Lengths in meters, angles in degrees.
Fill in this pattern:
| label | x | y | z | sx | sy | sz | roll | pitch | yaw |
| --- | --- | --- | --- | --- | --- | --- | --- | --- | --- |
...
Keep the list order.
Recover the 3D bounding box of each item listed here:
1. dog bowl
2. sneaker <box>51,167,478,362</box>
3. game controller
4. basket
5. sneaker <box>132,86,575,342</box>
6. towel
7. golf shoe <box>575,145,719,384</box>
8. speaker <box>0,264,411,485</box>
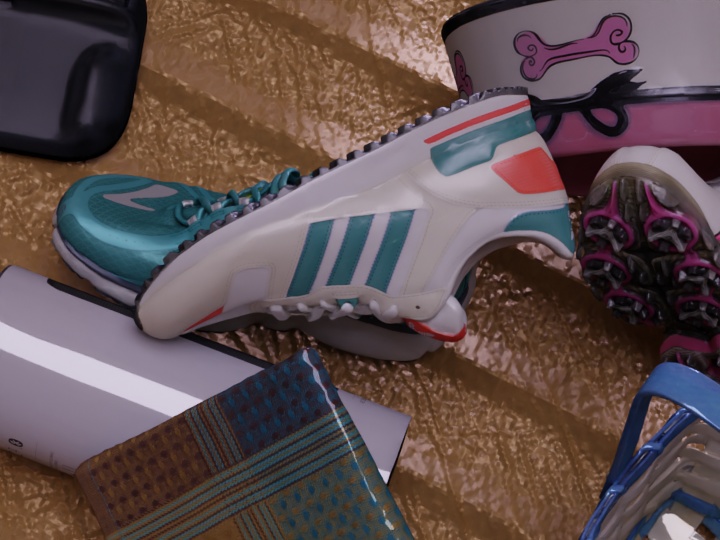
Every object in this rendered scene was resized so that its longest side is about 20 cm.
| label | x | y | z | sx | sy | sz | roll | pitch | yaw |
| --- | --- | --- | --- | --- | --- | --- | --- | --- | --- |
| dog bowl | 0.138 | -0.081 | 1.205 | 0.198 | 0.200 | 0.074 | -1 | 84 | -7 |
| sneaker | -0.043 | -0.019 | 1.210 | 0.198 | 0.080 | 0.078 | 8 | 49 | -5 |
| game controller | -0.205 | -0.115 | 1.264 | 0.198 | 0.042 | 0.105 | 10 | 82 | -2 |
| basket | 0.174 | 0.127 | 1.112 | 0.176 | 0.200 | 0.139 | 37 | 69 | 8 |
| sneaker | 0.000 | 0.000 | 1.132 | 0.199 | 0.070 | 0.094 | -27 | 90 | 3 |
| towel | -0.027 | 0.147 | 1.104 | 0.022 | 0.146 | 0.201 | -24 | 87 | -57 |
| golf shoe | 0.152 | -0.012 | 1.182 | 0.072 | 0.200 | 0.093 | 4 | 65 | 27 |
| speaker | -0.079 | 0.069 | 1.174 | 0.199 | 0.081 | 0.082 | 20 | 67 | 3 |
